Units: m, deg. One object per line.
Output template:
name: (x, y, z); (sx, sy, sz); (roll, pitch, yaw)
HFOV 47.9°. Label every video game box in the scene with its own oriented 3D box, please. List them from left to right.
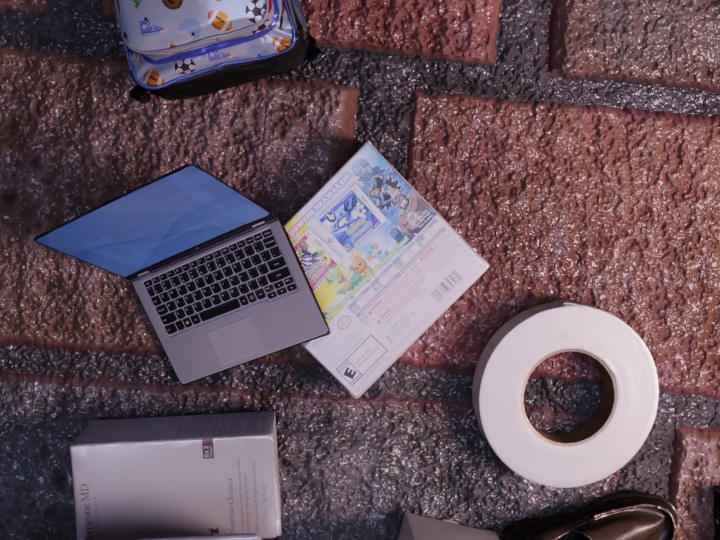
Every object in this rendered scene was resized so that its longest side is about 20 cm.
video game box: (0.000, 0.000, 0.846); (0.200, 0.047, 0.182); (-45, 99, 1)

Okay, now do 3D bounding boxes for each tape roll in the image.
tape roll: (0.222, 0.133, 0.882); (0.202, 0.037, 0.204); (0, 96, -4)

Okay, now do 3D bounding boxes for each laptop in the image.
laptop: (-0.164, 0.016, 0.770); (0.187, 0.116, 0.201); (-20, 98, 22)

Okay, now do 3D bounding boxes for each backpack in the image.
backpack: (-0.152, -0.274, 0.760); (0.199, 0.154, 0.191); (-13, 87, 0)

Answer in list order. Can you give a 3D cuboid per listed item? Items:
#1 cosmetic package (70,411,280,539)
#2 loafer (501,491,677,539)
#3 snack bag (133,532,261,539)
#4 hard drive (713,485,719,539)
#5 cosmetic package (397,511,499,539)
cosmetic package: (-0.184, 0.212, 0.829); (0.199, 0.081, 0.113); (-5, 98, -5)
loafer: (0.258, 0.301, 0.884); (0.199, 0.071, 0.073); (-15, 97, -2)
snack bag: (-0.183, 0.290, 0.800); (0.188, 0.200, 0.021); (-4, 63, -2)
hard drive: (0.478, 0.341, 0.924); (0.139, 0.038, 0.201); (-3, 95, -4)
cosmetic package: (0.097, 0.326, 0.811); (0.112, 0.200, 0.081); (14, 94, -3)
